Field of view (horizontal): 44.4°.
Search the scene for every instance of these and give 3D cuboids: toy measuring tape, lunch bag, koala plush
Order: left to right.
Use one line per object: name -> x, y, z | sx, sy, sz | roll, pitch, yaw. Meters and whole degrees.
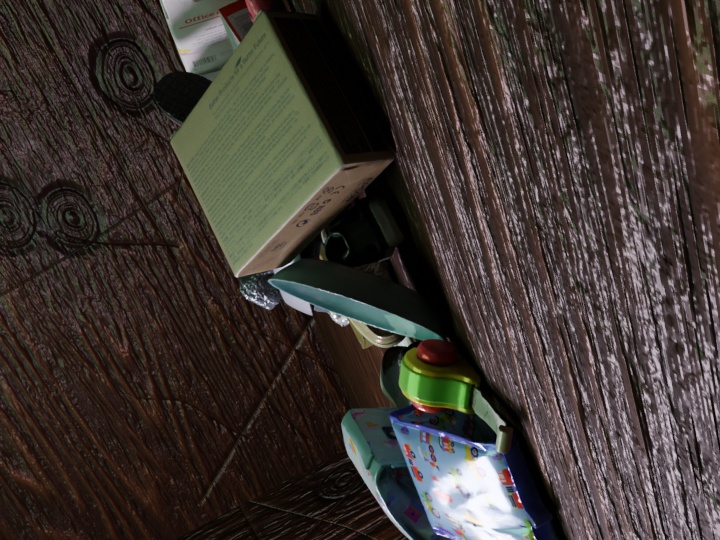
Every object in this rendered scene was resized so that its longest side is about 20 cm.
koala plush -> -0.081, 0.000, 1.478 | 0.200, 0.183, 0.178 | 44, -167, -29
lunch bag -> 0.071, 0.253, 1.072 | 0.200, 0.122, 0.170 | 41, -178, -21
toy measuring tape -> 0.081, 0.118, 0.852 | 0.200, 0.073, 0.074 | -124, 10, -67
lunch bag -> 0.126, 0.215, 0.888 | 0.152, 0.093, 0.200 | 69, 163, -14

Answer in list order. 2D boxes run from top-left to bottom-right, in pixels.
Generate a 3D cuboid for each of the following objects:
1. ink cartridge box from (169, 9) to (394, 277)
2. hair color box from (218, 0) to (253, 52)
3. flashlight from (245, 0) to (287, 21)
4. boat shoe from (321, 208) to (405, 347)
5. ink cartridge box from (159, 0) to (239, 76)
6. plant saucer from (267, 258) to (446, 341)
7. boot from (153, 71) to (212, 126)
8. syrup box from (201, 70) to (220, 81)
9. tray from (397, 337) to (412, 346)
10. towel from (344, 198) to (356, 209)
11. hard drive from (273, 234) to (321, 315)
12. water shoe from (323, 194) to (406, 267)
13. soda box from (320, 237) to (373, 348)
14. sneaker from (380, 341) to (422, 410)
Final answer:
ink cartridge box -> -0.081, -0.115, 0.833 | 0.200, 0.075, 0.166 | -40, 71, 43
hair color box -> -0.100, -0.221, 1.073 | 0.111, 0.063, 0.201 | 57, 169, 39
flashlight -> -0.112, -0.284, 0.916 | 0.202, 0.067, 0.068 | 65, 174, -9
boat shoe -> 0.000, 0.000, 1.093 | 0.065, 0.071, 0.202 | 81, 167, -69
ink cartridge box -> -0.184, -0.324, 1.097 | 0.200, 0.116, 0.068 | 91, 159, -74
plant saucer -> 0.001, 0.028, 0.928 | 0.198, 0.036, 0.200 | 19, 171, 3
boot -> -0.167, -0.152, 1.087 | 0.199, 0.070, 0.132 | 35, 158, 18
syrup box -> -0.169, -0.167, 1.203 | 0.079, 0.081, 0.201 | -106, 2, -45
tray -> 0.031, 0.056, 1.248 | 0.202, 0.022, 0.107 | 63, 172, 10
towel -> -0.035, -0.130, 0.943 | 0.200, 0.022, 0.146 | -174, 74, -83
hard drive -> -0.075, -0.052, 1.015 | 0.201, 0.042, 0.136 | 84, -172, -56
water shoe -> -0.006, -0.038, 0.949 | 0.072, 0.078, 0.200 | 64, 173, 4
soda box -> -0.012, -0.002, 1.170 | 0.201, 0.067, 0.064 | 62, 172, 15
sneaker -> 0.068, 0.116, 1.066 | 0.200, 0.074, 0.107 | -116, 21, -65
